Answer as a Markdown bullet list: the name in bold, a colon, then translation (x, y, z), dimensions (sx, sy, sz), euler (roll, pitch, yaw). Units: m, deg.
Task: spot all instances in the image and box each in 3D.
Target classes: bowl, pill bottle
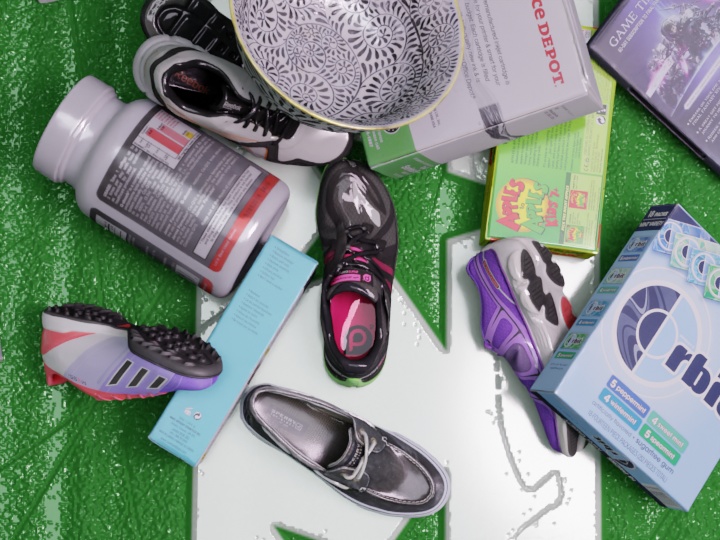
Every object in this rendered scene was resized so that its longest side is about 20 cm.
- **bowl**: translation (-0.025, -0.185, 1.243), dimensions (0.200, 0.094, 0.202), euler (9, 65, -20)
- **pill bottle**: translation (-0.170, -0.074, 1.311), dimensions (0.199, 0.116, 0.116), euler (32, 84, 0)

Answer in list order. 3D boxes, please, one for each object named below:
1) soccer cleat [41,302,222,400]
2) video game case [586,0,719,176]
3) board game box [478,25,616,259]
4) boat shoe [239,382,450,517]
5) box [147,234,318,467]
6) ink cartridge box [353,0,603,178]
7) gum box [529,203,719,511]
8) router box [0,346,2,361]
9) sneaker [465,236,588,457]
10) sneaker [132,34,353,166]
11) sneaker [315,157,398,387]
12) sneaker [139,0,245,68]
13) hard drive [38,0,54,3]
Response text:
- **soccer cleat**: translation (-0.192, 0.080, 1.284), dimensions (0.199, 0.068, 0.074), euler (13, 102, 36)
- **video game case**: translation (0.312, -0.184, 1.368), dimensions (0.200, 0.019, 0.143), euler (40, 76, -9)
- **board game box**: translation (0.168, -0.117, 1.367), dimensions (0.101, 0.048, 0.201), euler (7, 84, -2)
- **boat shoe**: translation (-0.015, 0.158, 1.319), dimensions (0.199, 0.071, 0.072), euler (24, 84, -1)
- **box**: translation (-0.108, 0.069, 1.317), dimensions (0.049, 0.082, 0.201), euler (31, 83, 0)
- **ink cartridge box**: translation (0.092, -0.179, 1.313), dimensions (0.199, 0.084, 0.147), euler (-17, 80, 17)
- **gum box**: translation (0.264, 0.074, 1.315), dimensions (0.170, 0.045, 0.200), euler (41, 73, -18)
- **router box**: translation (-0.412, -0.007, 1.325), dimensions (0.178, 0.049, 0.201), euler (-9, 85, -4)
- **sneaker**: translation (0.152, 0.067, 1.346), dimensions (0.081, 0.083, 0.201), euler (-28, 100, -48)
- **sneaker**: translation (-0.094, -0.131, 1.283), dimensions (0.199, 0.080, 0.074), euler (18, 101, -21)
- **sneaker**: translation (0.000, 0.000, 1.328), dimensions (0.076, 0.084, 0.201), euler (-4, 85, -4)
- **sneaker**: translation (-0.106, -0.182, 1.347), dimensions (0.200, 0.079, 0.075), euler (40, 93, -21)
- **hard drive**: translation (-0.248, -0.352, 1.379), dimensions (0.131, 0.026, 0.201), euler (-14, 86, -4)
